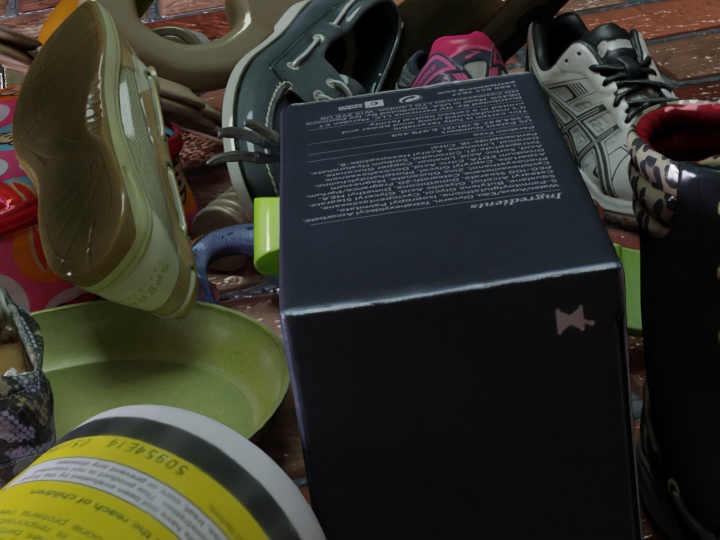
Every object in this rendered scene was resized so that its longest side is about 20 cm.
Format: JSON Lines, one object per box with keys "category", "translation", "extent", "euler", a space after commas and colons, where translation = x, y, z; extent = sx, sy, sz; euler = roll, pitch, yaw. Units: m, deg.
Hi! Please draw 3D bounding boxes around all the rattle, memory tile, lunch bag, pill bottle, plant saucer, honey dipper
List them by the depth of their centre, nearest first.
{"category": "pill bottle", "translation": [-0.096, 0.132, 0.464], "extent": [0.113, 0.115, 0.200], "euler": [5, 26, 27]}
{"category": "plant saucer", "translation": [-0.126, 0.068, 0.723], "extent": [0.198, 0.031, 0.200], "euler": [-6, 23, 3]}
{"category": "lunch bag", "translation": [-0.204, -0.035, 0.929], "extent": [0.175, 0.083, 0.199], "euler": [-29, 30, -31]}
{"category": "honey dipper", "translation": [-0.035, -0.058, 0.969], "extent": [0.038, 0.038, 0.200], "euler": [4, 27, 25]}
{"category": "memory tile", "translation": [-0.151, -0.111, 0.998], "extent": [0.152, 0.017, 0.200], "euler": [18, 0, 5]}
{"category": "rattle", "translation": [-0.092, -0.141, 1.060], "extent": [0.198, 0.143, 0.131], "euler": [11, 48, -22]}

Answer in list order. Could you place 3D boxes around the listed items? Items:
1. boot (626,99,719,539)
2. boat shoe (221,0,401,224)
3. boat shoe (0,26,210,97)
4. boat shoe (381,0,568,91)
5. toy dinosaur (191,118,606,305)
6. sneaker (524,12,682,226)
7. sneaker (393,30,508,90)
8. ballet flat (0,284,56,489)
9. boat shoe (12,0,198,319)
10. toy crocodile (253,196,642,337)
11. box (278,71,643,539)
{"category": "boot", "translation": [0.137, 0.041, 0.543], "extent": [0.073, 0.155, 0.204], "euler": [-12, 23, -9]}
{"category": "boat shoe", "translation": [-0.023, -0.097, 0.914], "extent": [0.061, 0.073, 0.201], "euler": [-10, 31, 22]}
{"category": "boat shoe", "translation": [-0.192, -0.123, 1.141], "extent": [0.198, 0.076, 0.068], "euler": [-5, 4, 11]}
{"category": "boat shoe", "translation": [0.068, -0.146, 1.036], "extent": [0.065, 0.072, 0.201], "euler": [10, -30, -30]}
{"category": "toy dinosaur", "translation": [0.000, 0.000, 0.830], "extent": [0.180, 0.106, 0.199], "euler": [-5, -14, 33]}
{"category": "sneaker", "translation": [0.141, -0.088, 0.921], "extent": [0.075, 0.089, 0.200], "euler": [-15, 26, -21]}
{"category": "sneaker", "translation": [0.047, -0.089, 0.938], "extent": [0.080, 0.076, 0.200], "euler": [-14, 5, -15]}
{"category": "ballet flat", "translation": [-0.167, 0.029, 0.701], "extent": [0.071, 0.073, 0.200], "euler": [-15, 24, -15]}
{"category": "boat shoe", "translation": [-0.122, -0.057, 0.824], "extent": [0.073, 0.063, 0.201], "euler": [-43, 40, 17]}
{"category": "toy crocodile", "translation": [0.050, -0.004, 0.729], "extent": [0.198, 0.068, 0.062], "euler": [13, -8, -3]}
{"category": "box", "translation": [0.032, 0.033, 0.604], "extent": [0.106, 0.150, 0.200], "euler": [-8, 23, 0]}
